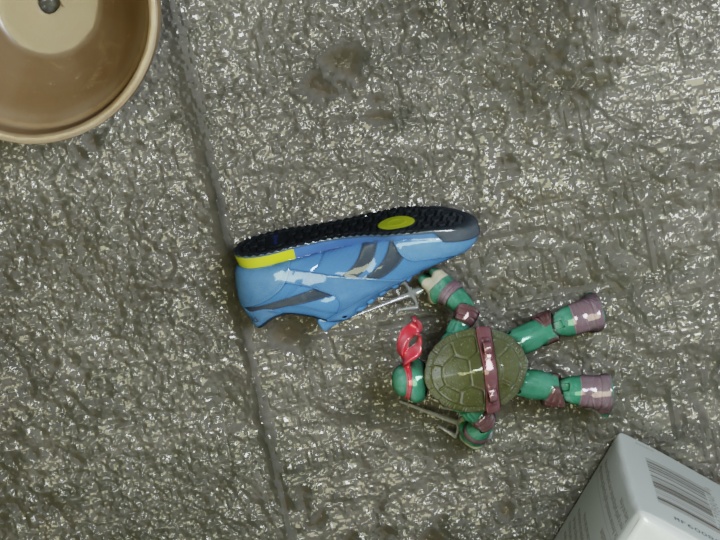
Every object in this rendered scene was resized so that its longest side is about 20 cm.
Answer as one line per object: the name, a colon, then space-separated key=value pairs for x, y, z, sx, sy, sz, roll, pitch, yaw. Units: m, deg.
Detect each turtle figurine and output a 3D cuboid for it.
turtle figurine: x=0.096 y=0.077 z=1.495 sx=0.199 sy=0.101 sz=0.150 roll=-6 pitch=105 yaw=-3

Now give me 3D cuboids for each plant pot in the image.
plant pot: x=-0.248 y=-0.202 z=1.450 sx=0.200 sy=0.093 sz=0.202 roll=1 pitch=101 yaw=3

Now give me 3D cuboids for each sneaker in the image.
sneaker: x=0.000 y=0.000 z=1.499 sx=0.199 sy=0.066 sz=0.079 roll=-11 pitch=108 yaw=6

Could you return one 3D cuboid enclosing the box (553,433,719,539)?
box: x=0.250 y=0.268 z=1.472 sx=0.200 sy=0.199 sz=0.172 roll=29 pitch=102 yaw=-4
